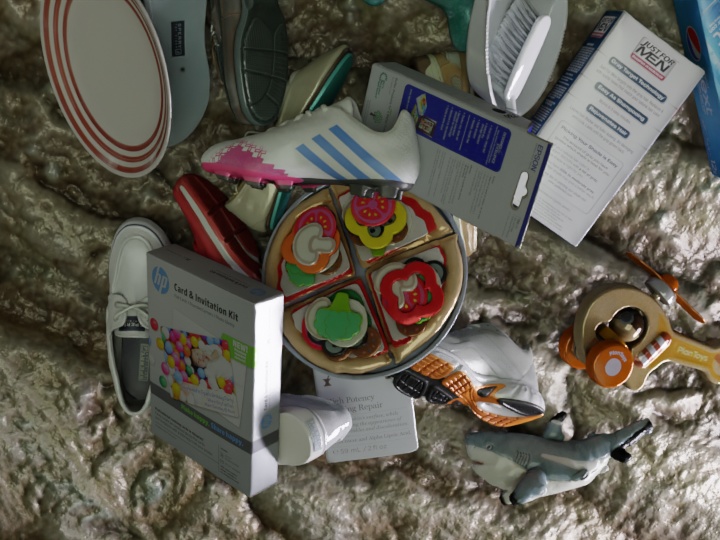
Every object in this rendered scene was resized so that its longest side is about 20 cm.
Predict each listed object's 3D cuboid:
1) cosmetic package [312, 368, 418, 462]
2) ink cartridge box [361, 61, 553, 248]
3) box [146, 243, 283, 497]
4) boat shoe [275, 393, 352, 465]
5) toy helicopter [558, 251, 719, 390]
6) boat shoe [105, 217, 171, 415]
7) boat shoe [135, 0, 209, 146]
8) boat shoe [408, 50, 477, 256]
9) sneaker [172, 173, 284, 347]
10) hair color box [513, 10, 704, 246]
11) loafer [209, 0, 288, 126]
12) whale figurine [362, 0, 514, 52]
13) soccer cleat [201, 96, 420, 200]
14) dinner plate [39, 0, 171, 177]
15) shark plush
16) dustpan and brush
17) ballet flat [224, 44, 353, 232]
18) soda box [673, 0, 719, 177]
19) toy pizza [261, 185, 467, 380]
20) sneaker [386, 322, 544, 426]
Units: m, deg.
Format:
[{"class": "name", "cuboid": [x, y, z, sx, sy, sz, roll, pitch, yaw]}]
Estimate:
[{"class": "cosmetic package", "cuboid": [-0.001, 0.087, 0.928, 0.100, 0.074, 0.202, -9, 107, 1]}, {"class": "ink cartridge box", "cuboid": [0.083, -0.107, 0.806, 0.199, 0.039, 0.100, 33, 121, 31]}, {"class": "box", "cuboid": [-0.141, 0.093, 0.863, 0.155, 0.041, 0.202, 22, 117, 36]}, {"class": "boat shoe", "cuboid": [-0.083, 0.155, 0.914, 0.068, 0.199, 0.073, -15, 87, -38]}, {"class": "toy helicopter", "cuboid": [0.313, 0.065, 0.935, 0.198, 0.079, 0.134, 17, 97, -16]}, {"class": "boat shoe", "cuboid": [-0.222, 0.050, 0.918, 0.073, 0.065, 0.202, -2, 106, 0]}, {"class": "boat shoe", "cuboid": [-0.184, -0.220, 0.844, 0.070, 0.091, 0.201, -9, 136, -27]}, {"class": "boat shoe", "cuboid": [0.101, -0.111, 0.876, 0.075, 0.072, 0.202, -12, 106, -9]}, {"class": "sneaker", "cuboid": [-0.154, 0.012, 0.904, 0.115, 0.078, 0.201, -31, 94, 16]}, {"class": "hair color box", "cuboid": [0.223, -0.136, 0.870, 0.100, 0.061, 0.201, 32, 104, -10]}, {"class": "loafer", "cuboid": [-0.109, -0.230, 0.829, 0.062, 0.072, 0.203, -1, 90, 35]}, {"class": "whale figurine", "cuboid": [0.064, -0.292, 0.802, 0.159, 0.104, 0.200, -37, 106, 9]}, {"class": "soccer cleat", "cuboid": [-0.043, -0.113, 0.811, 0.198, 0.070, 0.087, 5, 91, 7]}, {"class": "dinner plate", "cuboid": [-0.227, -0.184, 0.819, 0.199, 0.024, 0.202, 23, 124, 37]}, {"class": "shark plush", "cuboid": [0.217, 0.191, 0.965, 0.198, 0.091, 0.084, -18, 75, 9]}, {"class": "dustpan and brush", "cuboid": [0.137, -0.169, 0.830, 0.057, 0.139, 0.202, 34, 116, 33]}, {"class": "ballet flat", "cuboid": [-0.076, -0.134, 0.870, 0.069, 0.070, 0.201, 25, 104, -7]}, {"class": "soda box", "cuboid": [0.353, -0.188, 0.852, 0.064, 0.068, 0.202, -18, 105, 5]}, {"class": "toy pizza", "cuboid": [0.000, 0.000, 0.841, 0.198, 0.032, 0.203, -3, 75, 11]}, {"class": "sneaker", "cuboid": [0.100, 0.086, 0.907, 0.199, 0.093, 0.076, 27, 139, -30]}]
